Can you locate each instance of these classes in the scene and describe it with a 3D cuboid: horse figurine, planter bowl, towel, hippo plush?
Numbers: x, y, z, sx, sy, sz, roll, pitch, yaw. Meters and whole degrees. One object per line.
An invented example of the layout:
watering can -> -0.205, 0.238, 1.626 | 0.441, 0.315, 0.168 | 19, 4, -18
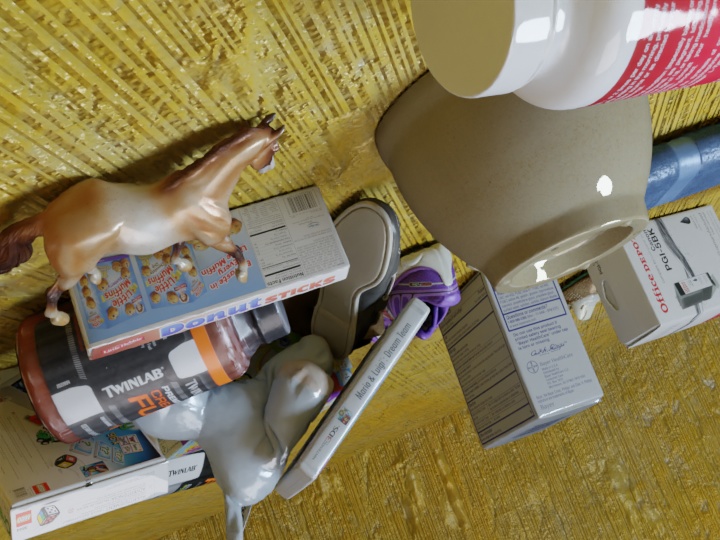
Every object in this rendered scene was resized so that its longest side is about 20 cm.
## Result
horse figurine -> -0.143, -0.025, 0.622 | 0.196, 0.051, 0.133 | -11, 150, -16
planter bowl -> 0.125, -0.069, 0.701 | 0.197, 0.137, 0.201 | -20, 164, -6
towel -> 0.325, -0.107, 1.023 | 0.196, 0.049, 0.112 | -19, 165, -10
hippo plush -> -0.131, 0.120, 0.892 | 0.202, 0.159, 0.159 | -60, -172, -3

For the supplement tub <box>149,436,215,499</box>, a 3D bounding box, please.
supplement tub -> -0.199, 0.194, 1.174 | 0.122, 0.125, 0.198 | -33, 162, 37

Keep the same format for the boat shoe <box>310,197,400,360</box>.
boat shoe -> 0.000, 0.000, 0.877 | 0.057, 0.066, 0.202 | -42, 161, -39

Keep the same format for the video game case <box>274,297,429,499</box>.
video game case -> -0.013, 0.126, 0.927 | 0.183, 0.024, 0.200 | -54, 178, -20

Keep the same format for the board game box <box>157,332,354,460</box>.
board game box -> -0.119, 0.115, 1.047 | 0.197, 0.105, 0.105 | -11, 162, -36

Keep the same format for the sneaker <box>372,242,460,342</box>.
sneaker -> 0.046, 0.045, 1.081 | 0.079, 0.085, 0.200 | -14, 164, -26

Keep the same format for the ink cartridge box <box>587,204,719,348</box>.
ink cartridge box -> 0.428, 0.006, 1.366 | 0.197, 0.149, 0.083 | -14, 163, -30

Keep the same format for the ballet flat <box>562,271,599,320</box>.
ballet flat -> 0.334, 0.058, 1.574 | 0.070, 0.066, 0.199 | -9, 160, -40

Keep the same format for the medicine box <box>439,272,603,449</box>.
medicine box -> 0.200, 0.107, 1.286 | 0.101, 0.204, 0.182 | -13, 163, -21

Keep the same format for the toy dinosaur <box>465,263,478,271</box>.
toy dinosaur -> 0.128, -0.054, 0.950 | 0.198, 0.058, 0.102 | -19, 152, -44

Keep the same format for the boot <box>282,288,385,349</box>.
boot -> -0.043, 0.042, 0.964 | 0.073, 0.077, 0.198 | -31, 162, 38

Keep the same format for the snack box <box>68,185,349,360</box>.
snack box -> -0.110, -0.001, 0.717 | 0.196, 0.073, 0.024 | -18, 160, -16

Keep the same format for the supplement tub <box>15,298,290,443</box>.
supplement tub -> -0.157, 0.052, 0.768 | 0.197, 0.109, 0.107 | -21, 165, -1

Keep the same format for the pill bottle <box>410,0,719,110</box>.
pill bottle -> 0.128, -0.142, 0.490 | 0.197, 0.114, 0.112 | -14, 164, -27

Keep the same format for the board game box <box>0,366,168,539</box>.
board game box -> -0.256, 0.136, 0.813 | 0.124, 0.199, 0.035 | -11, 118, -33
